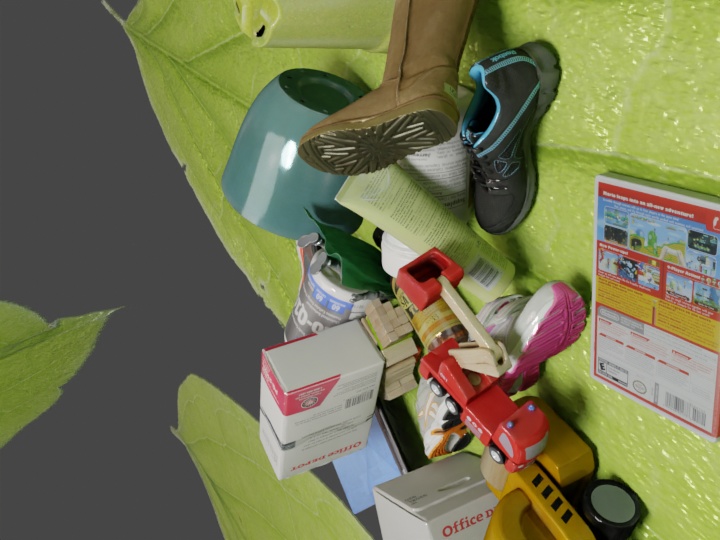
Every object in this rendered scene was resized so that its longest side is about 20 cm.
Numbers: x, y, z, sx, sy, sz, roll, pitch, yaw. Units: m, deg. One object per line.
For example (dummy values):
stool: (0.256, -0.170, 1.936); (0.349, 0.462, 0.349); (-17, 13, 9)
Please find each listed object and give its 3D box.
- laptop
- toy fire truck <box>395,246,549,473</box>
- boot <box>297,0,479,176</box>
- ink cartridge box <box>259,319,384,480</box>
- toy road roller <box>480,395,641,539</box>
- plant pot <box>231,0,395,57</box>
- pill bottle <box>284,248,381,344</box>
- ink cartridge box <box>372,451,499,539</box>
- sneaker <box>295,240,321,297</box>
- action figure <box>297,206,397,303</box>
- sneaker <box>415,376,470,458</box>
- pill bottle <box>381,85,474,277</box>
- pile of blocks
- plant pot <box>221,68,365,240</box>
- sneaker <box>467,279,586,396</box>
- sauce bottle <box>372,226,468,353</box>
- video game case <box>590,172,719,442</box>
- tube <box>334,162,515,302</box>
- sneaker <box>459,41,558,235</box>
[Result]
laptop: (-0.005, 0.257, 1.199); (0.200, 0.115, 0.188); (72, 173, -72)
toy fire truck: (0.110, 0.089, 0.766); (0.200, 0.049, 0.141); (47, 154, 25)
boot: (0.033, -0.196, 0.768); (0.174, 0.066, 0.201); (-9, 55, 29)
ink cartridge box: (-0.058, 0.179, 1.081); (0.084, 0.144, 0.201); (55, 150, 37)
toy road roller: (0.171, 0.242, 0.807); (0.200, 0.145, 0.123); (51, 145, 40)
plant pot: (-0.042, -0.327, 0.880); (0.200, 0.183, 0.201); (41, 138, 50)
pill bottle: (-0.046, 0.073, 1.149); (0.114, 0.113, 0.201); (54, 135, 36)
ink cartridge box: (0.124, 0.348, 0.961); (0.144, 0.147, 0.201); (2, 106, 64)
sneaker: (-0.050, 0.021, 1.223); (0.082, 0.077, 0.201); (1, 105, 57)
action figure: (0.000, 0.000, 1.006); (0.055, 0.200, 0.119); (-35, 58, 20)
sneaker: (0.106, 0.153, 0.980); (0.092, 0.075, 0.200); (64, 152, 31)
pill bottle: (0.067, -0.096, 0.867); (0.114, 0.114, 0.201); (37, 136, 52)
pile of blocks: (0.047, 0.099, 1.064); (0.082, 0.062, 0.201); (56, 160, 35)
plant pot: (-0.066, -0.161, 1.024); (0.201, 0.200, 0.161); (54, 136, 36)
sneaker: (0.156, 0.062, 0.814); (0.088, 0.081, 0.200); (60, 151, 24)
sauce bottle: (0.072, 0.022, 0.979); (0.200, 0.066, 0.066); (58, 150, 33)
video game case: (0.253, 0.027, 0.670); (0.143, 0.017, 0.201); (30, 130, 56)
tube: (0.069, -0.044, 0.801); (0.052, 0.200, 0.058); (-45, 19, 25)
sneaker: (0.127, -0.121, 0.769); (0.073, 0.082, 0.201); (45, 143, 44)
